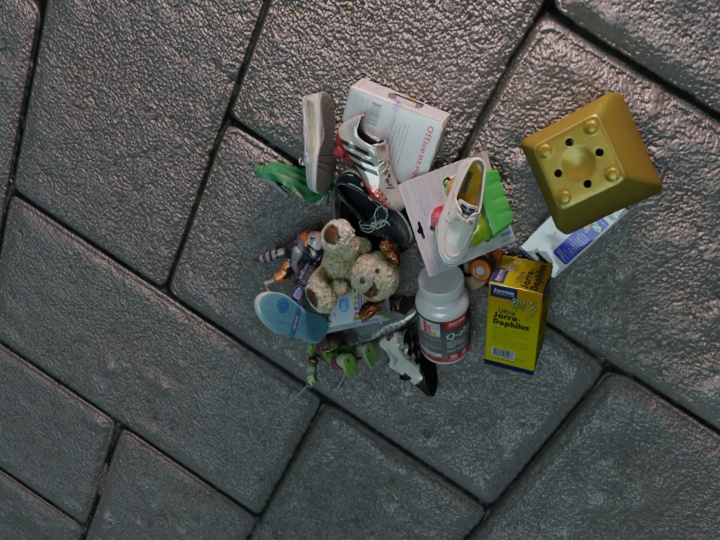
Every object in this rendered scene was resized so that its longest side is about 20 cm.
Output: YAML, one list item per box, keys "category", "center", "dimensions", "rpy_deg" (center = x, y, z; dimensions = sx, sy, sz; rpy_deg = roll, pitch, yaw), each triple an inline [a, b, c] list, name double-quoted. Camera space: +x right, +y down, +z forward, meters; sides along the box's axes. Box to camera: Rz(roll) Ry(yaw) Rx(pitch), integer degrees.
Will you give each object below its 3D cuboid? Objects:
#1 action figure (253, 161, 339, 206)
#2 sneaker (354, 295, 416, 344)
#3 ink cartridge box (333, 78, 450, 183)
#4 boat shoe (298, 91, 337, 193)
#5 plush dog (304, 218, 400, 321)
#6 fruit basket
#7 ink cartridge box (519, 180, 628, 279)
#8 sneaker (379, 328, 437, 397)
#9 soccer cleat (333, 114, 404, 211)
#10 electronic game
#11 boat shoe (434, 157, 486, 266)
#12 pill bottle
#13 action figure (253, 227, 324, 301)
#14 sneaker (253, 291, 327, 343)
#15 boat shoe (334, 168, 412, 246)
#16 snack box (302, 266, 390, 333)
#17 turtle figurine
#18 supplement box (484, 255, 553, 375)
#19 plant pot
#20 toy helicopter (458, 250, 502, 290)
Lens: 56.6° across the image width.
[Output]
- category: "action figure"
  center: [-0.146, -0.192, 1.432]
  dimensions: [0.196, 0.118, 0.056]
  rpy_deg: [20, 131, 19]
- category: "sneaker"
  center: [0.045, 0.079, 1.490]
  dimensions: [0.198, 0.075, 0.117]
  rpy_deg: [-32, 97, 29]
- category: "ink cartridge box"
  center: [0.061, -0.269, 1.322]
  dimensions: [0.196, 0.086, 0.150]
  rpy_deg: [23, 121, 6]
- category: "boat shoe"
  center: [-0.092, -0.259, 1.367]
  dimensions: [0.063, 0.074, 0.208]
  rpy_deg: [-1, 89, 31]
- category: "plush dog"
  center: [0.000, 0.000, 1.377]
  dimensions: [0.169, 0.160, 0.204]
  rpy_deg: [25, 112, 15]
- category: "fruit basket"
  center: [0.188, -0.110, 1.298]
  dimensions: [0.196, 0.094, 0.189]
  rpy_deg: [-22, 93, -7]
- category: "ink cartridge box"
  center: [0.414, -0.085, 1.307]
  dimensions: [0.099, 0.039, 0.200]
  rpy_deg: [42, 118, -2]
- category: "sneaker"
  center: [0.110, 0.211, 1.517]
  dimensions: [0.087, 0.075, 0.202]
  rpy_deg: [-10, 126, 34]
- category: "soccer cleat"
  center: [0.031, -0.204, 1.278]
  dimensions: [0.084, 0.069, 0.202]
  rpy_deg: [-31, 99, 38]
- category: "electronic game"
  center: [0.038, -0.120, 1.414]
  dimensions: [0.195, 0.042, 0.204]
  rpy_deg: [12, 127, 16]
- category: "boat shoe"
  center: [0.188, -0.108, 1.218]
  dimensions: [0.069, 0.070, 0.205]
  rpy_deg: [18, 90, -5]
- category: "pill bottle"
  center: [0.172, 0.089, 1.393]
  dimensions: [0.113, 0.117, 0.203]
  rpy_deg: [5, 134, 17]
- category: "action figure"
  center: [-0.147, -0.020, 1.441]
  dimensions: [0.104, 0.202, 0.192]
  rpy_deg: [43, 129, -19]
- category: "sneaker"
  center: [-0.175, 0.095, 1.408]
  dimensions: [0.129, 0.081, 0.199]
  rpy_deg: [10, 162, 44]
- category: "boat shoe"
  center: [0.026, -0.118, 1.352]
  dimensions: [0.074, 0.062, 0.201]
  rpy_deg: [-30, 108, 36]
- category: "snack box"
  center: [-0.035, 0.054, 1.473]
  dimensions: [0.196, 0.053, 0.146]
  rpy_deg: [-14, 69, 27]
- category: "turtle figurine"
  center: [-0.053, 0.228, 1.538]
  dimensions: [0.142, 0.205, 0.192]
  rpy_deg: [21, 164, -36]
- category: "supplement box"
  center: [0.319, 0.091, 1.354]
  dimensions: [0.107, 0.109, 0.204]
  rpy_deg: [11, 126, 22]
- category: "plant pot"
  center: [0.386, -0.183, 1.153]
  dimensions: [0.193, 0.199, 0.198]
  rpy_deg: [-25, 85, 27]
- category: "toy helicopter"
  center: [0.195, -0.049, 1.393]
  dimensions: [0.131, 0.078, 0.203]
  rpy_deg: [-33, 88, 37]
